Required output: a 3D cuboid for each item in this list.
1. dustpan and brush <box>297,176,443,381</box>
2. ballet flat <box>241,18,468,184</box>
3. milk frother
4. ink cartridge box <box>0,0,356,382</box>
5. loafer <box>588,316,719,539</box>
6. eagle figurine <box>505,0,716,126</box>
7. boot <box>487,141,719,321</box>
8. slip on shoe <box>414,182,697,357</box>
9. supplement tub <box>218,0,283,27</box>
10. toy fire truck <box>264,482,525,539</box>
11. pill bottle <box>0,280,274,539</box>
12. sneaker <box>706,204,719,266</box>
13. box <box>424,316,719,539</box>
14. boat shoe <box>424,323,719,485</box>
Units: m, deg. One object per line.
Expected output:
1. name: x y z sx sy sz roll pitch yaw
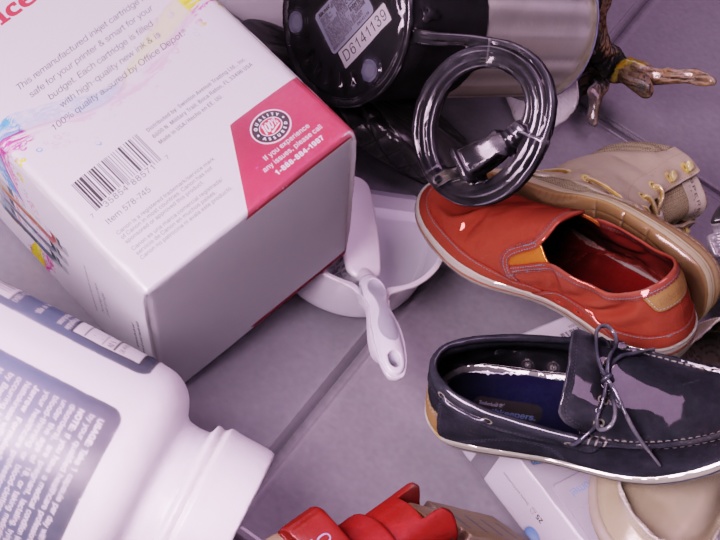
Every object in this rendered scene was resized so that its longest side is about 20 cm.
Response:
1. dustpan and brush: 0.000 0.000 0.982 0.139 0.057 0.200 8 47 -19
2. ballet flat: -0.008 -0.105 1.096 0.200 0.057 0.066 28 34 -8
3. milk frother: 0.084 -0.134 1.040 0.188 0.180 0.200 -7 82 -43
4. ink cartridge box: -0.123 -0.066 0.896 0.145 0.145 0.200 -39 72 -18
5. loafer: 0.186 0.092 0.923 0.076 0.068 0.200 27 44 0
6. eagle figurine: 0.154 -0.215 1.163 0.152 0.200 0.151 -18 38 11
7. boot: 0.186 -0.031 1.060 0.155 0.073 0.200 -15 27 -39
8. slip on shoe: 0.114 -0.015 0.962 0.074 0.061 0.200 -37 49 -28
9. supplement tub: -0.022 -0.273 1.166 0.145 0.145 0.200 36 44 9
10. toy fire truck: 0.046 0.184 0.809 0.200 0.129 0.176 -33 69 -32
11. pill bottle: -0.151 0.085 0.789 0.200 0.120 0.120 27 44 0
12. sneaker: 0.310 0.038 1.095 0.200 0.075 0.087 65 16 16
13. box: 0.157 0.118 0.963 0.156 0.041 0.200 -20 60 -37
14. boat shoe: 0.128 0.070 0.877 0.200 0.062 0.075 4 53 19
